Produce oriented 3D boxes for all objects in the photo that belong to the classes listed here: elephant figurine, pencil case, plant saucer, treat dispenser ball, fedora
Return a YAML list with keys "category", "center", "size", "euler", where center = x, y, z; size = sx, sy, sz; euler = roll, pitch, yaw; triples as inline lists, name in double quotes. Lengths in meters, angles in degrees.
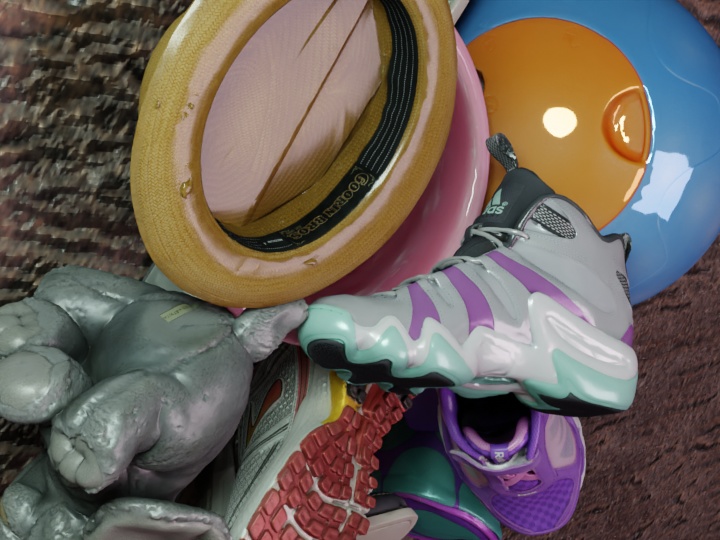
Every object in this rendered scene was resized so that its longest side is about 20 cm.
- category: "elephant figurine"
  center: [-0.128, 0.105, 1.361]
  size: [0.142, 0.155, 0.201]
  euler: [-54, 156, -48]
- category: "pencil case"
  center: [0.059, 0.070, 1.667]
  size: [0.092, 0.085, 0.201]
  euler: [51, 45, -53]
- category: "plant saucer"
  center: [-0.025, -0.062, 1.412]
  size: [0.200, 0.051, 0.201]
  euler: [-3, 94, -35]
- category: "treat dispenser ball"
  center: [0.120, -0.074, 1.563]
  size: [0.201, 0.200, 0.201]
  euler: [-50, 155, -33]
- category: "fedora"
  center: [-0.044, -0.084, 1.304]
  size: [0.200, 0.082, 0.201]
  euler: [-19, 123, -33]

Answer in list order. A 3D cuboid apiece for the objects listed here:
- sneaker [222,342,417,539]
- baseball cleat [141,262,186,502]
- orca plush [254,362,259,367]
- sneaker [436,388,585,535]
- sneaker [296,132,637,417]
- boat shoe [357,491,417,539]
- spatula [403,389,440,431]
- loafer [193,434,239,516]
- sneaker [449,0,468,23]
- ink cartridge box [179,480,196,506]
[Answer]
- category: "sneaker"
  center: [-0.033, 0.097, 1.451]
  size: [0.078, 0.082, 0.200]
  euler: [55, 47, -35]
- category: "baseball cleat"
  center: [-0.102, 0.058, 1.480]
  size: [0.200, 0.070, 0.106]
  euler: [-60, 173, 1]
- category: "orca plush"
  center: [0.000, 0.000, 1.566]
  size: [0.200, 0.105, 0.071]
  euler: [-7, 151, -49]
- category: "sneaker"
  center: [0.079, 0.087, 1.520]
  size: [0.089, 0.080, 0.201]
  euler: [-94, 170, -48]
- category: "sneaker"
  center: [0.057, -0.005, 1.406]
  size: [0.199, 0.078, 0.141]
  euler: [12, 77, -33]
- category: "boat shoe"
  center: [-0.063, 0.151, 1.549]
  size: [0.199, 0.063, 0.073]
  euler: [-15, 153, -23]
- category: "spatula"
  center: [-0.013, 0.090, 1.582]
  size: [0.021, 0.199, 0.057]
  euler: [-103, 179, -49]
- category: "loafer"
  center: [-0.058, 0.111, 1.518]
  size: [0.200, 0.063, 0.072]
  euler: [-83, -163, -47]
- category: "sneaker"
  center: [0.001, -0.106, 1.517]
  size: [0.200, 0.075, 0.085]
  euler: [-56, 164, -5]
- category: "ink cartridge box"
  center: [-0.049, 0.163, 1.694]
  size: [0.165, 0.075, 0.200]
  euler: [-60, 160, -16]
